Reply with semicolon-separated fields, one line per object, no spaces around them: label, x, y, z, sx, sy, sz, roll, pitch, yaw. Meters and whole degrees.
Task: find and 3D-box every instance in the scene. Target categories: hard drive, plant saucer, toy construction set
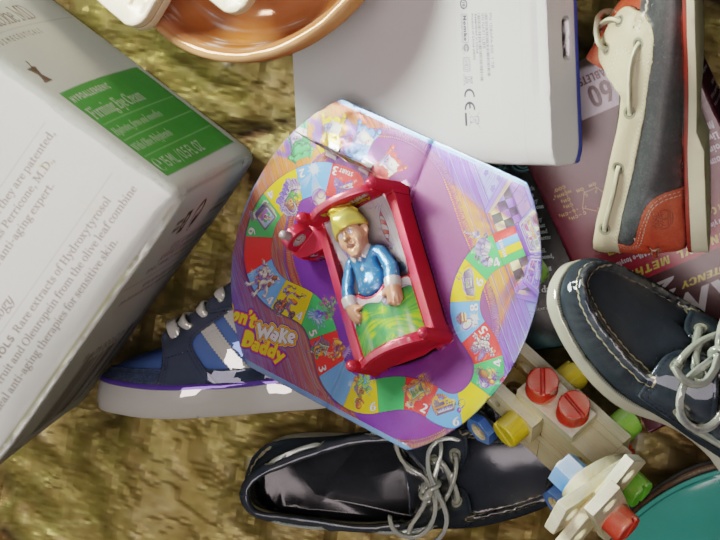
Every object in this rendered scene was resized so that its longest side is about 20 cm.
hard drive;0.038;-0.126;1.505;0.200;0.025;0.132;5;100;47
plant saucer;-0.050;-0.211;1.526;0.200;0.037;0.200;-5;81;34
toy construction set;0.098;0.068;1.501;0.092;0.131;0.200;-25;64;-15

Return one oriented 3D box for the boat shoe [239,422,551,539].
boat shoe;0.029;0.119;1.595;0.200;0.062;0.075;0;101;11

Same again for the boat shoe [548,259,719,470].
boat shoe;0.185;0.060;1.440;0.200;0.075;0.062;44;150;-9

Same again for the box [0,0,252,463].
box;-0.196;-0.027;1.539;0.171;0.199;0.200;36;103;2

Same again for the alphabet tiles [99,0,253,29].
alphabet tiles;-0.100;-0.238;1.523;0.196;0.015;0.200;42;108;31

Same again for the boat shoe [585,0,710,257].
boat shoe;0.149;-0.104;1.438;0.063;0.071;0.200;0;104;12

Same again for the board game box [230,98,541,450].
board game box;0.000;0.000;1.481;0.200;0.039;0.158;27;98;34

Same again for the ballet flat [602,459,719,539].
ballet flat;0.159;0.173;1.578;0.068;0.068;0.200;44;105;-1

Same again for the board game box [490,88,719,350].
board game box;0.149;-0.028;1.562;0.200;0.028;0.135;-7;99;12

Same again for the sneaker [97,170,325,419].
sneaker;-0.059;0.007;1.589;0.200;0.081;0.147;-4;91;15

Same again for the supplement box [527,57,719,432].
supplement box;0.167;-0.025;1.513;0.109;0.061;0.200;-24;96;14
